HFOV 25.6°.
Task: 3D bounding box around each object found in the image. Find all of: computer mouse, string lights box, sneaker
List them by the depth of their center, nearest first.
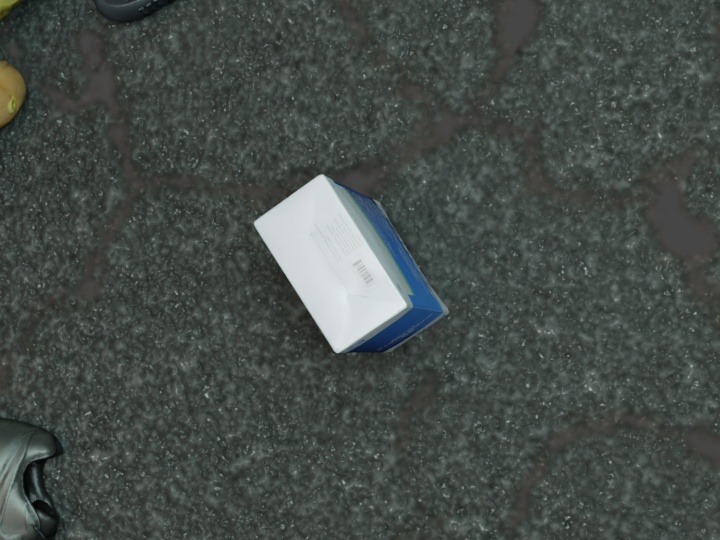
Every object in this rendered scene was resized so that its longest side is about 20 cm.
[{"bbox_3d":[0.000,0.000,1.097,0.059,0.200,0.103,-34,81,7],"label":"string lights box"},{"bbox_3d":[-0.279,0.210,1.213,0.090,0.076,0.202,9,92,4],"label":"sneaker"},{"bbox_3d":[-0.116,-0.251,1.221,0.199,0.034,0.059,-28,66,4],"label":"computer mouse"}]

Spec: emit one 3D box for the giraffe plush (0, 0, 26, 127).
[{"bbox_3d":[-0.317,-0.161,1.203,0.198,0.173,0.164,-12,107,0],"label":"giraffe plush"}]
